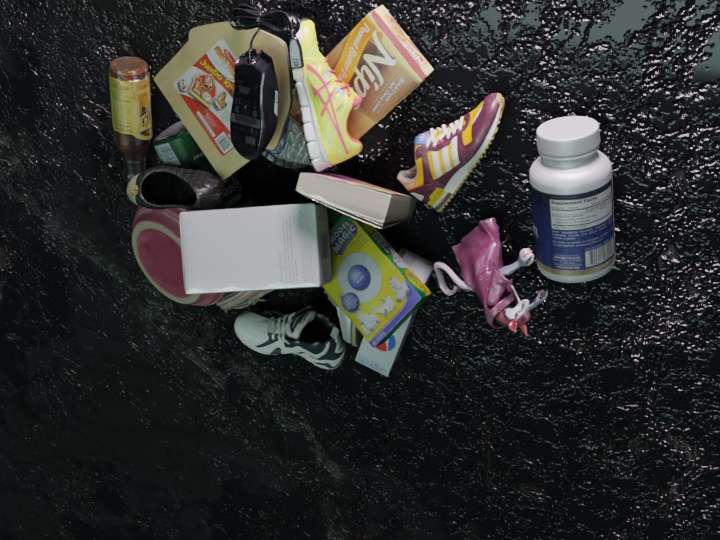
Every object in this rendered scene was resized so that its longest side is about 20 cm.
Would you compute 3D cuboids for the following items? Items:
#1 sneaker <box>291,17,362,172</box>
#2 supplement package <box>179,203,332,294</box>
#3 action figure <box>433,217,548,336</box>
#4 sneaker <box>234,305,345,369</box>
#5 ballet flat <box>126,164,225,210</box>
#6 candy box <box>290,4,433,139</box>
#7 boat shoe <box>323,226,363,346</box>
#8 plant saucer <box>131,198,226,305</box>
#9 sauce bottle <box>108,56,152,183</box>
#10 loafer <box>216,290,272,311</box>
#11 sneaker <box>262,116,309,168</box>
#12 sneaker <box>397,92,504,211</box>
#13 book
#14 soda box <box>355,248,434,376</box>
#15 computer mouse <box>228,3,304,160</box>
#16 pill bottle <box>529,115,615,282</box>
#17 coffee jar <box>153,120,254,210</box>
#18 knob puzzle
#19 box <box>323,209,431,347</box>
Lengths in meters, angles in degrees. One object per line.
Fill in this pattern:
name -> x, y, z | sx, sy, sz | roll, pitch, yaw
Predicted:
sneaker -> -0.045, -0.243, 1.225 | 0.088, 0.078, 0.204 | -11, 104, 0
supplement package -> -0.148, -0.032, 1.297 | 0.195, 0.117, 0.120 | -4, 93, 7
action figure -> 0.182, 0.020, 1.265 | 0.147, 0.202, 0.135 | -23, 130, 9
sneaker -> -0.118, 0.093, 1.490 | 0.196, 0.080, 0.130 | 22, 152, 9
ballet flat -> -0.284, -0.123, 1.332 | 0.197, 0.056, 0.068 | 3, 99, 37
candy box -> -0.006, -0.260, 1.267 | 0.116, 0.055, 0.199 | 48, 126, -7
boat shoe -> -0.022, 0.022, 1.442 | 0.067, 0.075, 0.204 | 8, 112, 20
plant saucer -> -0.295, -0.023, 1.435 | 0.198, 0.051, 0.203 | 24, 135, 26
sauce bottle -> -0.365, -0.236, 1.438 | 0.065, 0.066, 0.203 | 16, 127, 14
loafer -> -0.162, 0.026, 1.507 | 0.198, 0.072, 0.063 | -32, 111, 32
sneaker -> -0.142, -0.229, 1.326 | 0.199, 0.087, 0.075 | 41, 113, 4
sneaker -> 0.123, -0.175, 1.252 | 0.089, 0.075, 0.201 | 30, 126, -3
book -> -0.001, -0.108, 1.275 | 0.131, 0.200, 0.049 | 20, 100, 12
soda box -> 0.054, 0.068, 1.435 | 0.063, 0.068, 0.202 | 25, 127, 8
computer mouse -> -0.116, -0.247, 1.189 | 0.139, 0.046, 0.205 | 13, 108, 42
pill bottle -> 0.284, -0.097, 1.206 | 0.109, 0.111, 0.204 | 2, 120, 22
coffee jar -> -0.238, -0.138, 1.415 | 0.084, 0.104, 0.203 | -6, 118, 36
knob puzzle -> -0.172, -0.257, 1.262 | 0.215, 0.030, 0.224 | 7, 110, 18
box -> 0.000, 0.000, 1.351 | 0.201, 0.048, 0.118 | 49, 115, 13
